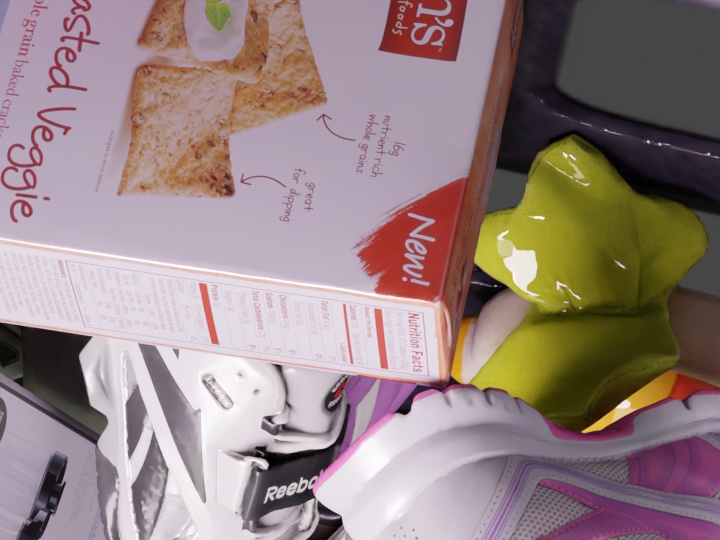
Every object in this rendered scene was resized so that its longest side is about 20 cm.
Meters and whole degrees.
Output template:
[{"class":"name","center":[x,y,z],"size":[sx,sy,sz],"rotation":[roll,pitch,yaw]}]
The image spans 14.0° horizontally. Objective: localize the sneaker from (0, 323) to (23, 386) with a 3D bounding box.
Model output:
[{"class":"sneaker","center":[-0.122,0.070,1.170],"size":[0.200,0.077,0.078],"rotation":[30,163,18]}]

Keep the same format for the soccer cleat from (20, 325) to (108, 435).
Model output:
[{"class":"soccer cleat","center":[-0.082,0.087,1.103],"size":[0.077,0.069,0.201],"rotation":[1,108,43]}]

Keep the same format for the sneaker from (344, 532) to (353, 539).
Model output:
[{"class":"sneaker","center":[0.088,0.125,1.041],"size":[0.199,0.099,0.071],"rotation":[4,129,6]}]

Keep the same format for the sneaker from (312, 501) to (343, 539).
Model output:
[{"class":"sneaker","center":[0.033,0.108,1.219],"size":[0.200,0.077,0.082],"rotation":[20,146,-14]}]

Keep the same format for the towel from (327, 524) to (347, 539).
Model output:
[{"class":"towel","center":[0.078,0.135,1.188],"size":[0.200,0.048,0.171],"rotation":[27,117,-28]}]

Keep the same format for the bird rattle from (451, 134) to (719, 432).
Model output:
[{"class":"bird rattle","center":[0.118,0.028,1.047],"size":[0.200,0.113,0.163],"rotation":[10,167,-24]}]

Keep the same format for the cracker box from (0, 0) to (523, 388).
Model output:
[{"class":"cracker box","center":[-0.058,-0.048,0.896],"size":[0.199,0.134,0.058],"rotation":[8,151,8]}]

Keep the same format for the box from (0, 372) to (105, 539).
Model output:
[{"class":"box","center":[-0.162,0.059,0.980],"size":[0.116,0.060,0.200],"rotation":[11,166,24]}]

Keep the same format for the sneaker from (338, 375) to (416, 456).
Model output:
[{"class":"sneaker","center":[-0.001,0.000,1.030],"size":[0.073,0.114,0.201],"rotation":[40,133,12]}]

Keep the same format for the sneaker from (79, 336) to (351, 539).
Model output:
[{"class":"sneaker","center":[-0.038,0.052,0.961],"size":[0.088,0.074,0.200],"rotation":[-1,114,35]}]

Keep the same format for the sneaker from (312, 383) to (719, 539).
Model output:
[{"class":"sneaker","center":[0.080,0.093,0.918],"size":[0.200,0.088,0.081],"rotation":[2,144,-37]}]
